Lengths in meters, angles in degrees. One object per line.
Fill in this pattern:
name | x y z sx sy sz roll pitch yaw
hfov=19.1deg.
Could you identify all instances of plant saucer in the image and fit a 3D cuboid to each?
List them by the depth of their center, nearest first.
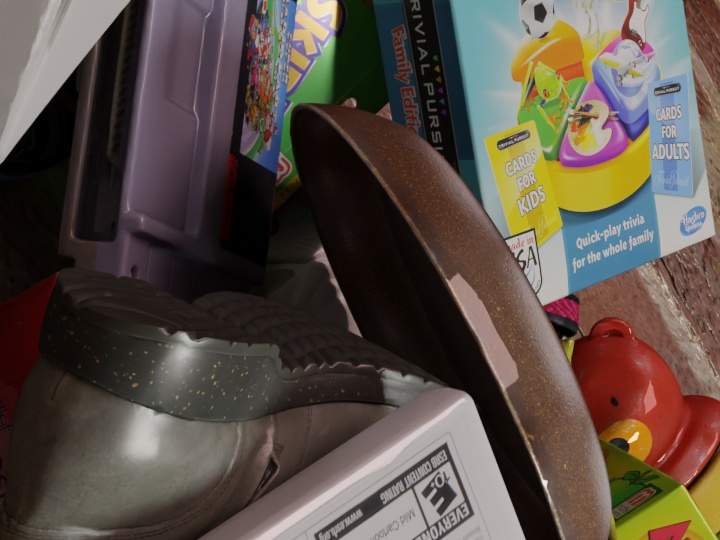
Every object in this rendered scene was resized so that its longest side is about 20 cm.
plant saucer | 0.034 0.027 0.740 0.200 0.032 0.200 60 -11 19

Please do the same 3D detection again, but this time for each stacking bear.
stacking bear | 0.165 0.112 1.062 0.200 0.121 0.114 45 20 -14

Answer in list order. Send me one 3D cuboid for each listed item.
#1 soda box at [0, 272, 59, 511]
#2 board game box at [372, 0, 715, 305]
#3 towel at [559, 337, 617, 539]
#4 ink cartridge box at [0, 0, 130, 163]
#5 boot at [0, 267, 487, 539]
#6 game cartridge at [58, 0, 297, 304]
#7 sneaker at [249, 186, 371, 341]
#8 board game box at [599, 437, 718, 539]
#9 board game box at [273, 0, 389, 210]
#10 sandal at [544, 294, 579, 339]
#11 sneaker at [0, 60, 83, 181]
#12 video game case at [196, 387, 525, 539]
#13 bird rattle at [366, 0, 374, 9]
soda box | -0.057 0.056 0.718 0.200 0.070 0.063 17 51 -58
board game box | 0.076 -0.093 0.899 0.151 0.047 0.200 -20 105 -43
towel | 0.060 0.069 0.854 0.200 0.018 0.086 165 -93 -78
ink cartridge box | -0.157 -0.127 0.605 0.200 0.084 0.145 25 29 -2
boot | -0.047 0.075 0.615 0.068 0.131 0.200 26 7 32
game cartridge | -0.060 -0.071 0.765 0.130 0.038 0.200 23 72 -68
sneaker | 0.000 0.000 0.916 0.080 0.070 0.200 62 29 -15
board game box | 0.119 0.130 0.910 0.102 0.048 0.200 57 -4 -5
board game box | -0.069 -0.116 0.862 0.200 0.096 0.030 45 5 -30
sandal | 0.071 0.014 1.000 0.075 0.045 0.200 38 10 3
sneaker | -0.120 -0.073 0.725 0.071 0.083 0.200 56 22 0
video game case | -0.015 0.156 0.566 0.200 0.024 0.182 -31 108 -33
bird rattle | 0.021 -0.123 0.992 0.200 0.163 0.113 -2 83 -54
